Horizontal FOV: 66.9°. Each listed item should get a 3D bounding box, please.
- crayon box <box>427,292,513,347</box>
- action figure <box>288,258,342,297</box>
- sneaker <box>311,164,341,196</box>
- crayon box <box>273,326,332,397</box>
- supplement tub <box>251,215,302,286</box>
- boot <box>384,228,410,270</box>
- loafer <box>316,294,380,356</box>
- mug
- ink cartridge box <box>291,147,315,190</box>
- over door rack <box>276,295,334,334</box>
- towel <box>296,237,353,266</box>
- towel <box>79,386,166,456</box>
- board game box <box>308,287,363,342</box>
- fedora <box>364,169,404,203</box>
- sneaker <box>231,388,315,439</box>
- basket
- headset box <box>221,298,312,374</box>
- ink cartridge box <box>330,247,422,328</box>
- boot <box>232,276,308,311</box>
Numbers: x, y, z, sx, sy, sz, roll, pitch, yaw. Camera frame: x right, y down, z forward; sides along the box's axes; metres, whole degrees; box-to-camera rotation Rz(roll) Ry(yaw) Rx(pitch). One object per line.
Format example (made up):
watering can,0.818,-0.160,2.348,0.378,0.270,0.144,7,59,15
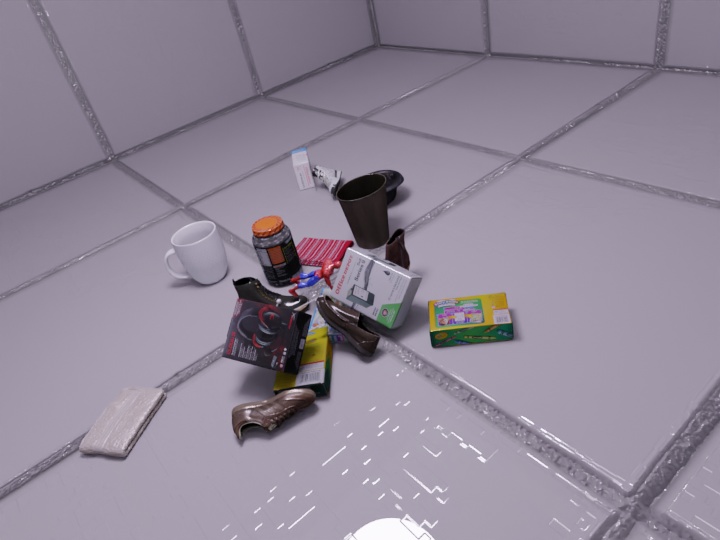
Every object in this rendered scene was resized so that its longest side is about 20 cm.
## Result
crayon box,0.271,0.122,1.361,0.199,0.058,0.119,-7,35,10
action figure,-0.101,0.025,1.513,0.200,0.099,0.065,-29,44,42
sneaker,-0.138,-0.352,2.132,0.115,0.076,0.201,15,26,-7
crayon box,-0.137,0.231,1.358,0.127,0.051,0.200,-11,35,9
supplement tub,-0.260,-0.061,1.686,0.122,0.200,0.123,-9,34,6
boot,0.075,-0.003,1.510,0.072,0.167,0.200,13,42,27
loafer,-0.026,0.126,1.373,0.071,0.200,0.073,-49,-7,13
mug,-0.538,-0.041,1.780,0.200,0.176,0.148,-19,34,-6
ink cartridge box,-0.236,-0.412,2.249,0.068,0.115,0.200,-15,34,-1
over door rack,-0.178,0.128,1.426,0.200,0.067,0.148,-17,29,0
towel,-0.135,-0.065,1.805,0.200,0.023,0.145,6,38,27
towel,-0.581,0.366,1.344,0.132,0.035,0.200,-2,36,18
board game box,-0.060,0.119,1.506,0.134,0.034,0.200,-4,36,15
fedora,0.065,-0.287,1.984,0.200,0.092,0.201,-10,35,7
sneaker,-0.194,0.331,1.244,0.199,0.071,0.076,-16,53,3
basket,0.023,-0.183,1.757,0.136,0.200,0.180,24,50,41
headset box,-0.234,0.156,1.315,0.200,0.075,0.149,10,80,25
ink cartridge box,0.038,0.043,1.428,0.200,0.146,0.084,26,12,24
boot,-0.257,0.070,1.554,0.199,0.139,0.078,-12,34,1
